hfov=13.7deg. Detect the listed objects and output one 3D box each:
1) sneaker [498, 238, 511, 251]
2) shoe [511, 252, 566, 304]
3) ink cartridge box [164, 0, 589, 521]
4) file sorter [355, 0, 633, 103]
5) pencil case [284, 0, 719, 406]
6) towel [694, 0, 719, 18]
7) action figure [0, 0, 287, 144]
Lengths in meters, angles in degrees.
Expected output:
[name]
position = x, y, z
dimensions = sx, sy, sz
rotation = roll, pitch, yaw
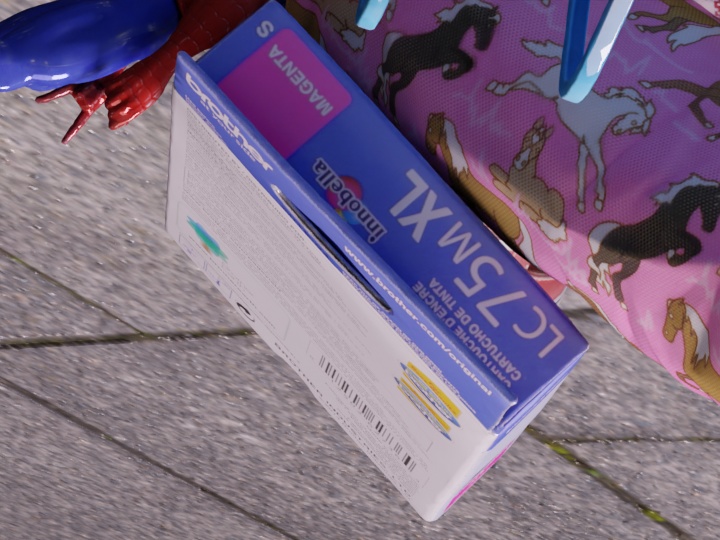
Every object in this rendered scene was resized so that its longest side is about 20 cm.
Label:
[sneaker]
position = 0.120, -0.064, 0.947
dimensions = 0.199, 0.076, 0.116
rotation = -7, 156, -10
[shoe]
position = 0.052, -0.025, 1.156
dimensions = 0.091, 0.072, 0.200
rotation = -30, 160, 27
[ink cartridge box]
position = 0.000, 0.000, 0.788
dimensions = 0.119, 0.042, 0.200
rotation = 48, 171, 6
[file sorter]
position = 0.068, -0.109, 0.640
dimensions = 0.200, 0.139, 0.123
rotation = 20, 124, -5
[pencil case]
position = 0.069, -0.036, 0.740
dimensions = 0.200, 0.087, 0.083
rotation = 43, -170, 36
[towel]
position = 0.154, -0.020, 0.839
dimensions = 0.200, 0.030, 0.146
rotation = 13, 155, 31
[action figure]
position = -0.067, -0.063, 0.805
dimensions = 0.200, 0.052, 0.065
rotation = -19, -171, -14
